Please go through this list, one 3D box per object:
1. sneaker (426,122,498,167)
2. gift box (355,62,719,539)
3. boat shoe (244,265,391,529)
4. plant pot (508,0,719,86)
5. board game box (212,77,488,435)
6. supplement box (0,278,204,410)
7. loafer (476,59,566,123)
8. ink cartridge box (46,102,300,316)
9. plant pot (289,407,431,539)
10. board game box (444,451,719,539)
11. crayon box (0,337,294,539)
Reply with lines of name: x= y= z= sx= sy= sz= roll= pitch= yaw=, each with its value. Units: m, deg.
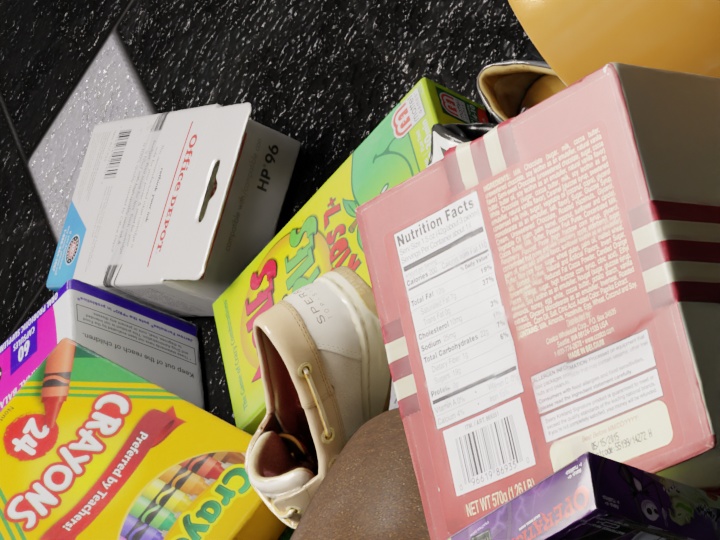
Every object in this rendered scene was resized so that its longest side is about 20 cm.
sneaker: x=0.048 y=-0.011 z=1.189 sx=0.200 sy=0.075 sz=0.116 roll=-21 pitch=69 yaw=57
gift box: x=0.127 y=0.038 z=0.991 sx=0.184 sy=0.186 sz=0.201 roll=-22 pitch=73 yaw=45
boat shoe: x=-0.026 y=0.092 z=1.189 sx=0.074 sy=0.069 sz=0.201 roll=40 pitch=141 yaw=49
plant pot: x=0.163 y=-0.157 z=1.013 sx=0.183 sy=0.200 sz=0.201 roll=-35 pitch=44 yaw=28
board game box: x=0.000 y=0.000 z=1.307 sx=0.200 sy=0.048 sz=0.102 roll=-46 pitch=39 yaw=29
supplement box: x=-0.156 y=0.123 z=1.407 sx=0.101 sy=0.103 sz=0.200 roll=-40 pitch=44 yaw=33
loafer: x=0.126 y=-0.057 z=1.141 sx=0.200 sy=0.072 sz=0.073 roll=24 pitch=89 yaw=56
ink cartridge box: x=-0.107 y=-0.034 z=1.454 sx=0.200 sy=0.068 sz=0.116 roll=-2 pitch=70 yaw=57
plant pot: x=0.033 y=0.162 z=1.075 sx=0.187 sy=0.187 sz=0.200 roll=-42 pitch=26 yaw=32
board game box: x=0.121 y=0.130 z=0.923 sx=0.120 sy=0.200 sz=0.032 roll=-34 pitch=48 yaw=41
crayon box: x=-0.119 y=0.131 z=1.274 sx=0.200 sy=0.051 sz=0.127 roll=25 pitch=62 yaw=26
